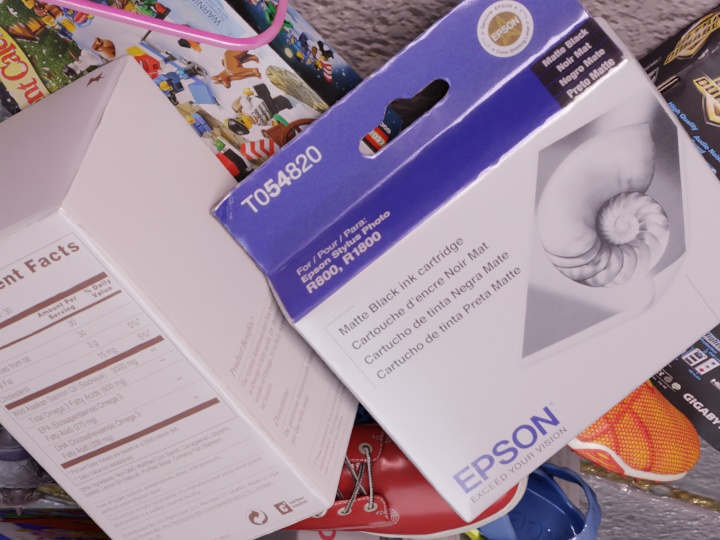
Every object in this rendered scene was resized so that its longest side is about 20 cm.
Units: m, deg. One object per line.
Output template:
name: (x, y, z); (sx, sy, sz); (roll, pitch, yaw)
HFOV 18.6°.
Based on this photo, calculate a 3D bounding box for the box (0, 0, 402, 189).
box: (-0.096, -0.095, 1.030); (0.136, 0.038, 0.200); (-31, 116, 34)

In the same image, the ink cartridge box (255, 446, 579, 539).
ink cartridge box: (0.035, 0.152, 1.379); (0.199, 0.149, 0.086); (19, 147, -23)

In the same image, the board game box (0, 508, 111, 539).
board game box: (-0.137, 0.167, 1.221); (0.133, 0.045, 0.200); (3, -179, -26)

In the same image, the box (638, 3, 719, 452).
box: (0.186, -0.017, 1.102); (0.200, 0.050, 0.198); (39, 133, -16)

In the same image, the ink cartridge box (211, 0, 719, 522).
ink cartridge box: (0.066, -0.013, 1.020); (0.199, 0.041, 0.200); (-39, 115, 5)

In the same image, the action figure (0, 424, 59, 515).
action figure: (-0.188, 0.082, 1.181); (0.129, 0.070, 0.201); (-6, 148, -11)

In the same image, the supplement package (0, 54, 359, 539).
supplement package: (-0.103, 0.024, 1.028); (0.117, 0.117, 0.200); (-24, 120, 29)

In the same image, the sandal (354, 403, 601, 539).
sandal: (0.066, 0.123, 1.301); (0.199, 0.080, 0.087); (25, 158, -15)

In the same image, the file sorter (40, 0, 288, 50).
file sorter: (-0.063, -0.197, 0.842); (0.138, 0.126, 0.200); (12, 149, -10)

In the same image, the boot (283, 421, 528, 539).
boot: (-0.017, 0.117, 1.192); (0.198, 0.073, 0.144); (-5, 179, 22)

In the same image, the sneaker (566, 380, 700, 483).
sneaker: (0.111, 0.042, 1.108); (0.199, 0.073, 0.077); (36, 103, -30)
